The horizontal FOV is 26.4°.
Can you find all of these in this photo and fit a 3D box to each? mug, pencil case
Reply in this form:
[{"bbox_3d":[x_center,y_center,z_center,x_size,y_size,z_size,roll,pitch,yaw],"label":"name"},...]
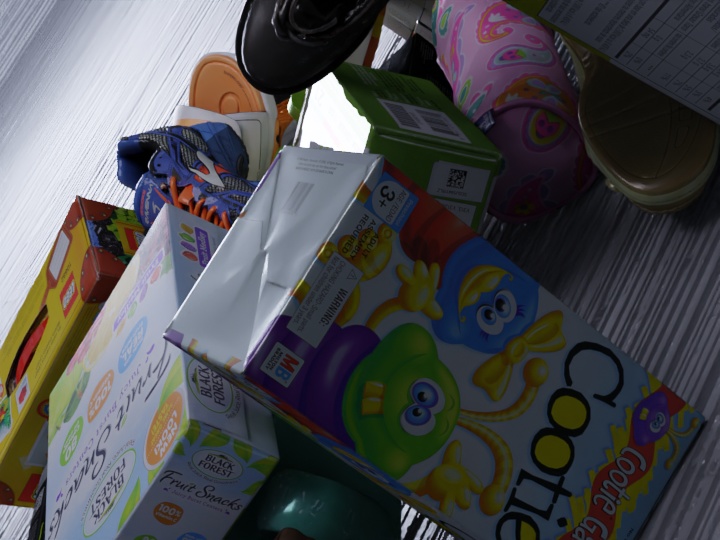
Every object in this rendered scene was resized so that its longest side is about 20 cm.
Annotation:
[{"bbox_3d":[-0.044,0.142,0.783,0.153,0.114,0.185,-58,23,12],"label":"mug"},{"bbox_3d":[0.087,-0.110,0.930,0.087,0.087,0.201,-43,27,25],"label":"pencil case"}]

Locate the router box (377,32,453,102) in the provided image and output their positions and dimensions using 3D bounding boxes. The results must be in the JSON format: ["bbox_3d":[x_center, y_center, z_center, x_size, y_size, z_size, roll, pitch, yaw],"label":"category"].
[{"bbox_3d":[-0.001,-0.052,1.062,0.149,0.051,0.201,-39,27,37],"label":"router box"}]

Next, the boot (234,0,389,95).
[{"bbox_3d":[-0.013,-0.143,0.748,0.200,0.069,0.174,-46,8,26],"label":"boot"}]

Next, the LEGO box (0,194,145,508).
[{"bbox_3d":[-0.148,0.064,0.993,0.201,0.148,0.078,-58,37,29],"label":"LEGO box"}]

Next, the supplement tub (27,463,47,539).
[{"bbox_3d":[-0.141,0.194,0.904,0.122,0.122,0.201,-44,24,22],"label":"supplement tub"}]

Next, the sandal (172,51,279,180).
[{"bbox_3d":[-0.103,-0.054,1.092,0.078,0.059,0.209,-2,89,34],"label":"sandal"}]

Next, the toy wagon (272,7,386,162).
[{"bbox_3d":[-0.013,-0.159,1.063,0.201,0.039,0.156,-80,10,-49],"label":"toy wagon"}]

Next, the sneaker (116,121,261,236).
[{"bbox_3d":[-0.094,-0.031,0.910,0.200,0.078,0.076,43,128,56],"label":"sneaker"}]

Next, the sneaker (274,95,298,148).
[{"bbox_3d":[-0.069,-0.090,1.226,0.075,0.093,0.200,19,44,23],"label":"sneaker"}]

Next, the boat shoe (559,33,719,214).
[{"bbox_3d":[0.150,-0.088,0.828,0.073,0.063,0.201,-23,36,6],"label":"boat shoe"}]

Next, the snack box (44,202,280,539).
[{"bbox_3d":[-0.105,0.076,0.766,0.143,0.053,0.201,-56,24,22],"label":"snack box"}]

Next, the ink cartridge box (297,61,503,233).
[{"bbox_3d":[0.000,0.000,0.865,0.148,0.075,0.202,-121,44,-65],"label":"ink cartridge box"}]

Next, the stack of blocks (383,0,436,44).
[{"bbox_3d":[0.075,-0.232,1.066,0.116,0.058,0.200,-57,0,-10],"label":"stack of blocks"}]

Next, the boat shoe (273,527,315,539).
[{"bbox_3d":[-0.069,0.187,0.694,0.203,0.075,0.075,-48,9,22],"label":"boat shoe"}]

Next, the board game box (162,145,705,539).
[{"bbox_3d":[0.032,0.047,0.668,0.104,0.199,0.105,-57,24,-9],"label":"board game box"}]

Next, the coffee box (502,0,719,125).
[{"bbox_3d":[0.181,-0.205,0.669,0.201,0.196,0.200,-62,2,-19],"label":"coffee box"}]
